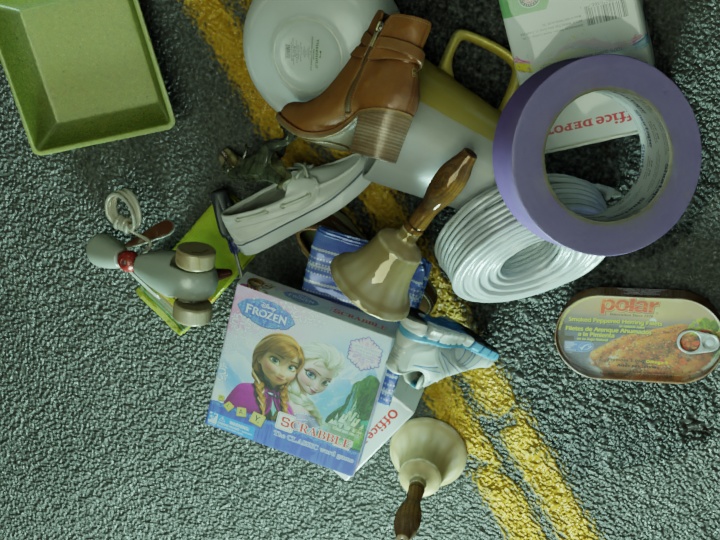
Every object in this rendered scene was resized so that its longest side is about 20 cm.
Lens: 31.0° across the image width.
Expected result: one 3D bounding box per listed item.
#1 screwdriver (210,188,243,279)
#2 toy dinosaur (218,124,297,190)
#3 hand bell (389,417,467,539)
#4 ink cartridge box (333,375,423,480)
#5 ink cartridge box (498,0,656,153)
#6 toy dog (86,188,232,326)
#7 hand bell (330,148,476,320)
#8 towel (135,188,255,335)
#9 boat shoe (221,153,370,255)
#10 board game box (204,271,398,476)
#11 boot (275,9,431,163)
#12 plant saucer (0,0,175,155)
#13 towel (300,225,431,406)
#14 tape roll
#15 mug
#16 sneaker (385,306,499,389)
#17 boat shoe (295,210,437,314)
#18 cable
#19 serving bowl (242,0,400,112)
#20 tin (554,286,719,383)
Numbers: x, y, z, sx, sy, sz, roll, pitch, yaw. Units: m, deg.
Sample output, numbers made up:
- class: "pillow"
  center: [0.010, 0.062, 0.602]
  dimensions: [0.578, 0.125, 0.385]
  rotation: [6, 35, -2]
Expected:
- class: "screwdriver"
  center: [-0.151, -0.006, 1.621]
  dimensions: [0.028, 0.029, 0.201]
  rotation: [-9, 107, 20]
- class: "toy dinosaur"
  center: [-0.104, -0.135, 1.521]
  dimensions: [0.047, 0.200, 0.088]
  rotation: [37, 82, -26]
- class: "hand bell"
  center: [0.068, 0.278, 1.612]
  dimensions: [0.103, 0.200, 0.105]
  rotation: [5, 115, 11]
- class: "ink cartridge box"
  center: [-0.041, 0.143, 1.645]
  dimensions: [0.200, 0.086, 0.147]
  rotation: [41, 114, -4]
- class: "ink cartridge box"
  center: [0.241, -0.245, 1.410]
  dimensions: [0.144, 0.088, 0.201]
  rotation: [-11, 108, 18]
- class: "toy dog"
  center: [-0.241, -0.010, 1.626]
  dimensions: [0.200, 0.096, 0.132]
  rotation: [40, 119, 20]
- class: "hand bell"
  center: [0.062, -0.051, 1.408]
  dimensions: [0.104, 0.104, 0.200]
  rotation: [35, 118, -3]
- class: "towel"
  center: [-0.201, -0.008, 1.657]
  dimensions: [0.086, 0.018, 0.200]
  rotation: [41, 115, -7]
- class: "boat shoe"
  center: [-0.073, -0.094, 1.543]
  dimensions: [0.199, 0.072, 0.066]
  rotation: [-28, 117, 13]
- class: "board game box"
  center: [-0.072, 0.126, 1.560]
  dimensions: [0.199, 0.041, 0.201]
  rotation: [18, 114, 7]
- class: "boot"
  center: [-0.008, -0.207, 1.397]
  dimensions: [0.076, 0.200, 0.156]
  rotation: [13, 94, -36]
- class: "plant saucer"
  center: [-0.331, -0.256, 1.565]
  dimensions: [0.198, 0.048, 0.201]
  rotation: [-9, 110, 17]
- class: "towel"
  center: [-0.007, 0.056, 1.547]
  dimensions: [0.144, 0.024, 0.201]
  rotation: [17, 112, 6]
- class: "tape roll"
  center: [0.241, -0.119, 1.329]
  dimensions: [0.198, 0.085, 0.202]
  rotation: [-1, 98, -8]
- class: "mug"
  center: [0.108, -0.153, 1.455]
  dimensions: [0.152, 0.150, 0.187]
  rotation: [25, 123, -7]
- class: "sneaker"
  center: [0.091, 0.102, 1.545]
  dimensions: [0.075, 0.199, 0.087]
  rotation: [34, 100, 37]
- class: "boat shoe"
  center: [0.000, 0.000, 1.579]
  dimensions: [0.199, 0.074, 0.076]
  rotation: [34, 116, -2]
- class: "cable"
  center: [0.186, -0.032, 1.468]
  dimensions: [0.200, 0.199, 0.070]
  rotation: [-38, 57, 31]
- class: "serving bowl"
  center: [-0.050, -0.251, 1.478]
  dimensions: [0.198, 0.066, 0.202]
  rotation: [8, 113, 18]
- class: "tin"
  center: [0.334, 0.075, 1.552]
  dimensions: [0.198, 0.042, 0.113]
  rotation: [3, 117, 12]
